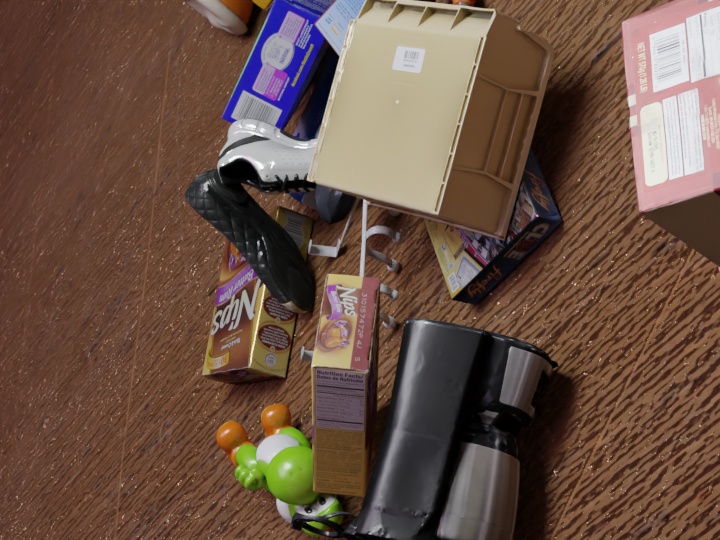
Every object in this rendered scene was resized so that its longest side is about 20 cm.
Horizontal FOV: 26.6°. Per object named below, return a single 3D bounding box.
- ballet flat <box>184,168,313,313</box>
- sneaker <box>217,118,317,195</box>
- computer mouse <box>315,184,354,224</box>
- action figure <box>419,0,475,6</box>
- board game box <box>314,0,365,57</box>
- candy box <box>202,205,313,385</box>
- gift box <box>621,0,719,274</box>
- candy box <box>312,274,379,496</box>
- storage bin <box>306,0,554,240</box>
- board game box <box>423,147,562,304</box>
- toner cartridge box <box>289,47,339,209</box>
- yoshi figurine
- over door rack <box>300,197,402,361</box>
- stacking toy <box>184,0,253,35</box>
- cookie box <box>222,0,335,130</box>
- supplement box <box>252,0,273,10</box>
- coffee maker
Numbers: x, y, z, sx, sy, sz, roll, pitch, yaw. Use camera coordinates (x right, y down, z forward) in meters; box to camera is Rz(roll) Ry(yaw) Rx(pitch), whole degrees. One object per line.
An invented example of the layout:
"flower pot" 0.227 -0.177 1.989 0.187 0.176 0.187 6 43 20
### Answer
"ballet flat" -0.123 -0.032 1.753 0.057 0.200 0.066 -33 8 38
"sneaker" -0.068 -0.109 1.708 0.074 0.200 0.080 82 -153 -45
"computer mouse" -0.012 -0.143 1.603 0.059 0.034 0.200 -126 50 -65
"action figure" 0.094 -0.336 1.632 0.200 0.104 0.194 -24 64 55
"board game box" 0.044 -0.214 1.598 0.200 0.019 0.103 53 131 5
"candy box" -0.123 0.032 1.822 0.117 0.056 0.200 -14 64 54
"gift box" 0.294 -0.104 1.096 0.200 0.187 0.185 -13 64 38
"candy box" -0.014 0.113 1.477 0.200 0.056 0.117 93 -176 -47
"storage bin" 0.065 -0.151 1.465 0.200 0.094 0.199 18 93 49
"board game box" 0.113 -0.086 1.501 0.136 0.035 0.200 -46 47 36
"toner cartridge box" -0.031 -0.176 1.797 0.200 0.043 0.095 -66 30 8
"yoshi figurine" -0.080 0.201 1.611 0.113 0.112 0.200 -62 34 8
"over door rack" 0.000 0.000 1.643 0.200 0.067 0.148 133 145 -57
"stacking toy" -0.169 -0.441 2.107 0.200 0.146 0.146 -54 32 -1
"cookie box" -0.076 -0.268 1.796 0.171 0.075 0.200 -62 3 29
"supplement box" -0.139 -0.472 1.920 0.133 0.197 0.200 -47 14 35
"coffee maker" 0.059 0.148 1.334 0.135 0.192 0.200 133 152 -71
